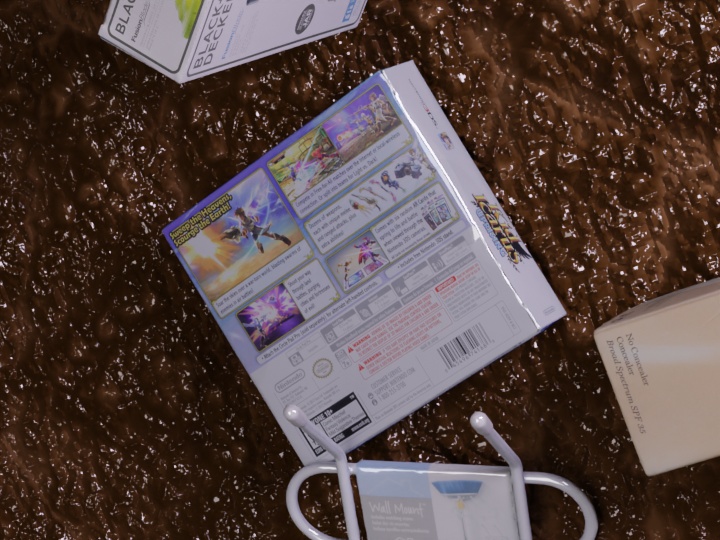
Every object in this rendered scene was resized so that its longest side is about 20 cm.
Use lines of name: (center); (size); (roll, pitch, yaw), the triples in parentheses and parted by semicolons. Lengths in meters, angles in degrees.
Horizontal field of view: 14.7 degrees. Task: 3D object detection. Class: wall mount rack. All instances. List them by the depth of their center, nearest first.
wall mount rack: (0.036, 0.138, 1.665); (0.199, 0.075, 0.174); (1, 121, 19)

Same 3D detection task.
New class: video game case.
video game case: (0.000, 0.000, 1.696); (0.200, 0.045, 0.182); (-34, 87, 33)

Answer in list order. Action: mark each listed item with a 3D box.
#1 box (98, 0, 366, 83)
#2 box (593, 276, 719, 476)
box: (-0.056, -0.184, 1.589); (0.060, 0.200, 0.117); (32, 116, 20)
box: (0.242, 0.039, 1.544); (0.200, 0.078, 0.095); (-21, 91, 33)
